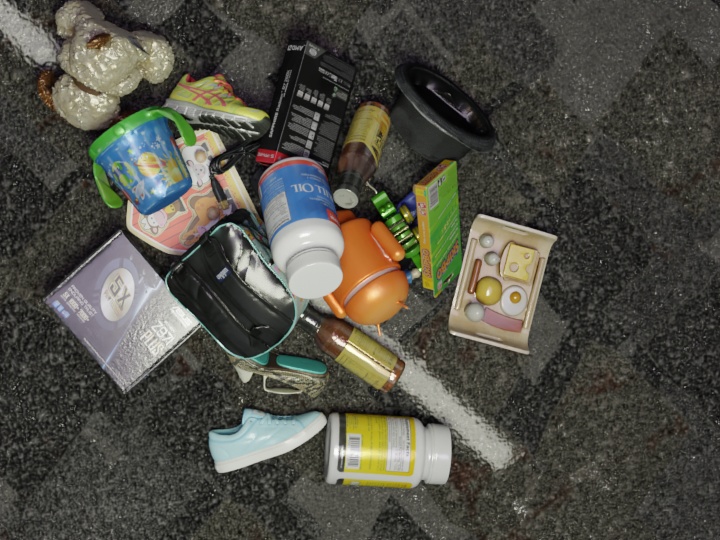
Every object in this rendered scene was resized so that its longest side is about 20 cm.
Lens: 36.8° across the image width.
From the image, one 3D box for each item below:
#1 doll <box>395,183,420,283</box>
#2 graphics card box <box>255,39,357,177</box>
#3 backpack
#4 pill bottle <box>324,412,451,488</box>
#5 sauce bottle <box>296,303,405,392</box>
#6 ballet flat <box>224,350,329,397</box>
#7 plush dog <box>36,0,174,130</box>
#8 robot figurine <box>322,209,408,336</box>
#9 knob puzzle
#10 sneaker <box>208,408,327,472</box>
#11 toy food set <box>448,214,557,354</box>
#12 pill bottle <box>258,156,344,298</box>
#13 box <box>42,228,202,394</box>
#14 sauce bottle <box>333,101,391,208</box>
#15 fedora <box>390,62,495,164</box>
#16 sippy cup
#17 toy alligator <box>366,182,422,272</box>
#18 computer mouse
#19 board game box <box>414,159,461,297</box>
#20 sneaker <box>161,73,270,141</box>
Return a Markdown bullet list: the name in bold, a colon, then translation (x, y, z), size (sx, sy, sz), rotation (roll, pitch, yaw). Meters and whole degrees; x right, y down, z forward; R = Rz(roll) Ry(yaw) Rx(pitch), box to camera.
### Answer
- **doll**: translation (0.052, -0.043, 1.769), size (0.136, 0.048, 0.201), rotation (36, 93, -2)
- **graphics card box**: translation (-0.084, -0.247, 1.703), size (0.124, 0.050, 0.203), rotation (17, 88, -47)
- **backpack**: translation (-0.179, 0.026, 1.684), size (0.175, 0.153, 0.201), rotation (-39, 91, 19)
- **pill bottle**: translation (0.043, 0.294, 1.756), size (0.196, 0.114, 0.117), rotation (5, 93, -7)
- **sauce bottle**: translation (-0.022, 0.119, 1.756), size (0.199, 0.066, 0.066), rotation (37, 89, -6)
- **ballet flat**: translation (-0.150, 0.160, 1.757), size (0.197, 0.068, 0.076), rotation (21, 113, -9)
- **plush dog**: translation (-0.406, -0.296, 1.668), size (0.197, 0.161, 0.174), rotation (23, 114, -7)
- **robot figurine**: translation (-0.001, 0.001, 1.693), size (0.143, 0.117, 0.201), rotation (-32, 72, -4)
- **knob puzzle**: translation (-0.286, -0.113, 1.737), size (0.215, 0.030, 0.224), rotation (0, 94, -6)
- **sneaker**: translation (-0.154, 0.257, 1.752), size (0.197, 0.074, 0.083), rotation (-22, 99, -5)
- **toy food set**: translation (0.236, 0.023, 1.787), size (0.141, 0.060, 0.204), rotation (14, 92, -7)
- **pill bottle**: translation (-0.085, -0.062, 1.613), size (0.110, 0.113, 0.202), rotation (-13, 54, -5)
- **box**: translation (-0.371, 0.063, 1.710), size (0.163, 0.086, 0.201), rotation (-40, 96, -3)
- **sauce bottle**: translation (0.000, -0.180, 1.693), size (0.065, 0.066, 0.202), rotation (22, 52, -7)
- **fedora**: translation (0.117, -0.237, 1.728), size (0.199, 0.201, 0.092), rotation (35, 120, -7)
- **sippy cup**: translation (-0.329, -0.162, 1.666), size (0.139, 0.178, 0.131), rotation (-33, 90, -24)
- **toy alligator**: translation (0.050, -0.083, 1.715), size (0.059, 0.054, 0.202), rotation (-31, 94, 1)
- **computer mouse**: translation (-0.155, -0.119, 1.729), size (0.139, 0.046, 0.202), rotation (-28, 96, -18)
- **board game box**: translation (0.126, -0.064, 1.718), size (0.030, 0.095, 0.203), rotation (12, 126, 32)
- **sneaker**: translation (-0.220, -0.264, 1.683), size (0.197, 0.078, 0.092), rotation (17, 76, 25)
